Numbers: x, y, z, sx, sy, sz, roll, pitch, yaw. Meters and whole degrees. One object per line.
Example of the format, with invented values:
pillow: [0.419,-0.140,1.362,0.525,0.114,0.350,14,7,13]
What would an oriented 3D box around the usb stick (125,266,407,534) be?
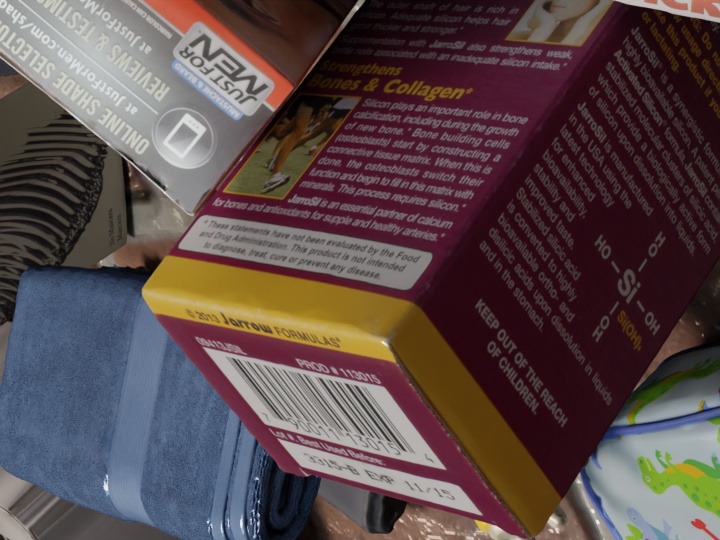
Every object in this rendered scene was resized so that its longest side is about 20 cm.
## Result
usb stick: [-0.053,0.063,1.183,0.200,0.033,0.056,34,144,29]

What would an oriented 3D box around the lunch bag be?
lunch bag: [0.180,0.117,0.889,0.160,0.082,0.201,-20,103,56]

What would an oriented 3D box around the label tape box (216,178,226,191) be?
label tape box: [0.000,0.000,1.028,0.199,0.066,0.144,-5,115,52]

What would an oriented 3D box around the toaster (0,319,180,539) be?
toaster: [-0.143,0.123,1.238,0.180,0.119,0.201,17,142,49]

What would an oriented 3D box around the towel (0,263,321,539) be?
towel: [-0.088,0.059,1.056,0.199,0.048,0.113,11,88,46]

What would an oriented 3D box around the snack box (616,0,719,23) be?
snack box: [0.051,-0.129,0.766,0.199,0.072,0.024,14,148,14]

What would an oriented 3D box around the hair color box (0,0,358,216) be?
hair color box: [-0.060,-0.106,0.826,0.111,0.200,0.064,39,114,-6]

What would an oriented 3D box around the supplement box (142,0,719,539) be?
supplement box: [0.043,-0.025,0.808,0.130,0.200,0.103,10,146,48]

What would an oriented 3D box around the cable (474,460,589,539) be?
cable: [0.021,0.022,0.914,0.200,0.050,0.098,38,124,27]

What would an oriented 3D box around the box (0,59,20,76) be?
box: [-0.156,-0.188,0.995,0.181,0.104,0.201,1,112,51]

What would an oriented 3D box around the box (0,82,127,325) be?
box: [-0.210,-0.009,1.160,0.068,0.200,0.083,31,141,31]
